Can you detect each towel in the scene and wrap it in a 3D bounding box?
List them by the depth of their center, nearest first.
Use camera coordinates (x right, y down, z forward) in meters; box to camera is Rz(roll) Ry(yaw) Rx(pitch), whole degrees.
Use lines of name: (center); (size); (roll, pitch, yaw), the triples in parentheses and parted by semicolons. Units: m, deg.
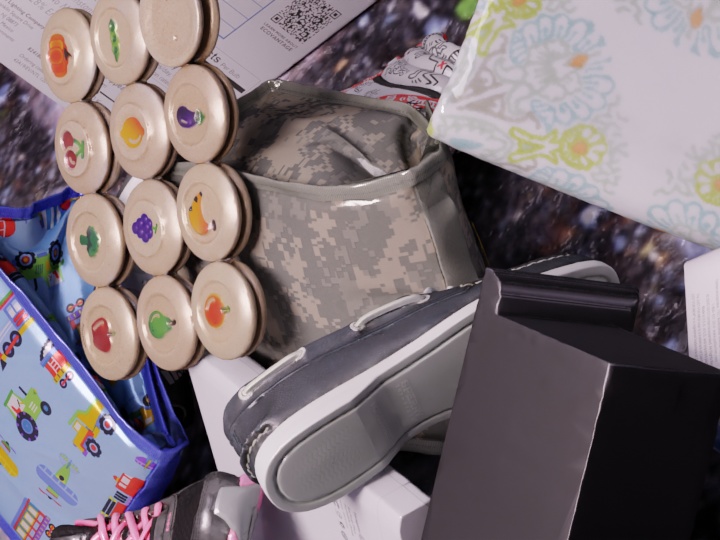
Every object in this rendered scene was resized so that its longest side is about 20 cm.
towel: (0.146, -0.125, 1.361); (0.048, 0.171, 0.200); (97, -165, -81)

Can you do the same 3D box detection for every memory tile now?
memory tile: (-0.110, -0.047, 1.434); (0.153, 0.017, 0.200); (-10, 88, 49)

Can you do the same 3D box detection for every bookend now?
bookend: (0.124, 0.121, 1.237); (0.199, 0.092, 0.200); (23, 103, 52)

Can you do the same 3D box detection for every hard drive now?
hard drive: (-0.015, 0.127, 1.404); (0.027, 0.132, 0.200); (-28, 35, -22)

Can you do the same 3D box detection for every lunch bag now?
lunch bag: (0.000, 0.000, 1.440); (0.118, 0.164, 0.200); (-31, 28, -32)
lunch bag: (-0.173, 0.079, 1.568); (0.200, 0.094, 0.151); (58, 138, 23)

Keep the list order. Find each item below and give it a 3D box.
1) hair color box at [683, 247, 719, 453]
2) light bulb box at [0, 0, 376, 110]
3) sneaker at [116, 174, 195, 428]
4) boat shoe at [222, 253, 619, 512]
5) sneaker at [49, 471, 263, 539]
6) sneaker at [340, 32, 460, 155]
hair color box: (0.247, 0.013, 1.275); (0.200, 0.061, 0.100); (-25, 47, 32)
light bulb box: (-0.126, -0.199, 1.700); (0.200, 0.198, 0.125); (-36, 44, 20)
sneaker: (-0.105, 0.022, 1.612); (0.201, 0.076, 0.115); (-58, 45, 27)
boat shoe: (0.028, 0.039, 1.324); (0.200, 0.076, 0.060); (-25, 44, -16)
sneaker: (-0.114, 0.152, 1.453); (0.200, 0.095, 0.079); (128, 161, -57)
sneaker: (0.006, -0.081, 1.595); (0.108, 0.067, 0.201); (-40, 17, -20)
